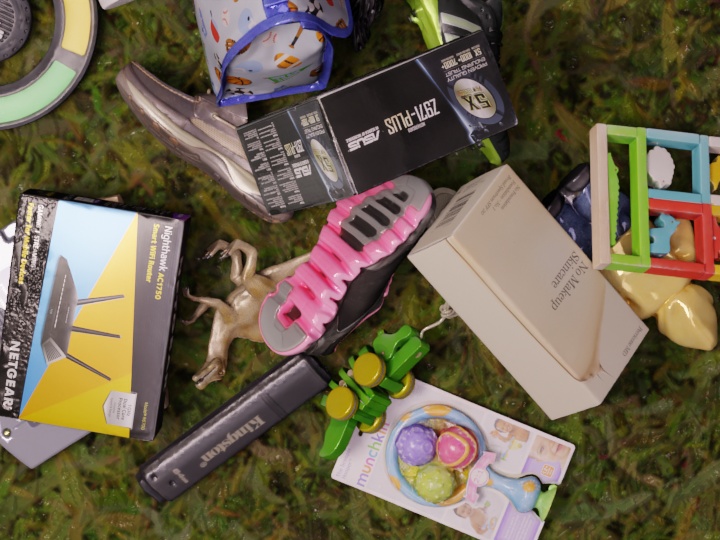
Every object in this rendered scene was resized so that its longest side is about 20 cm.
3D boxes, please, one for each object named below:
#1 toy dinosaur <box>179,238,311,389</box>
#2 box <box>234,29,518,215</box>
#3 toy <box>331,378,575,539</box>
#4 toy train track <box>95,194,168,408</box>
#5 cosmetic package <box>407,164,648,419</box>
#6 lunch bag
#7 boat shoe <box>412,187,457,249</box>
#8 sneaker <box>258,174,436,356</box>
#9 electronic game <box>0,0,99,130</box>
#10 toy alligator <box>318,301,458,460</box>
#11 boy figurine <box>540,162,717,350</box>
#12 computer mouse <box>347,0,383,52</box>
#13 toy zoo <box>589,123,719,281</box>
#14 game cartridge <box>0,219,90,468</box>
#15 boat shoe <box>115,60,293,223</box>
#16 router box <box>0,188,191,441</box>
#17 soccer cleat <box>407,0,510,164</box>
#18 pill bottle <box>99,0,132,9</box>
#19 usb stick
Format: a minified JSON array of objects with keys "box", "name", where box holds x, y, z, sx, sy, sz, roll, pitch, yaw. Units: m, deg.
[{"box":[-0.095,0.015,1.694,0.200,0.058,0.101,-43,111,3],"name":"toy dinosaur"},{"box":[0.010,-0.121,1.572,0.163,0.200,0.087,-24,96,-23],"name":"box"},{"box":[0.085,0.177,1.704,0.199,0.047,0.116,22,94,-3],"name":"toy"},{"box":[-0.205,0.028,1.697,0.114,0.033,0.201,-9,103,10],"name":"toy train track"},{"box":[0.146,0.020,1.620,0.200,0.073,0.104,46,55,-13],"name":"cosmetic package"},{"box":[-0.080,-0.249,1.560,0.123,0.200,0.171,-12,78,-6],"name":"lunch bag"},{"box":[0.113,0.014,1.687,0.200,0.072,0.068,46,132,-11],"name":"boat shoe"},{"box":[0.000,0.000,1.650,0.200,0.095,0.079,-47,55,11],"name":"sneaker"},{"box":[-0.332,-0.225,1.665,0.199,0.042,0.201,0,97,0],"name":"electronic game"},{"box":[0.020,0.082,1.678,0.200,0.059,0.054,-51,52,10],"name":"toy alligator"},{"box":[0.252,-0.010,1.674,0.200,0.064,0.124,41,95,-5],"name":"boy figurine"},{"box":[0.018,-0.300,1.612,0.052,0.139,0.201,21,77,1],"name":"computer mouse"},{"box":[0.300,-0.057,1.650,0.199,0.020,0.132,6,72,-13],"name":"toy zoo"},{"box":[-0.313,0.072,1.702,0.133,0.041,0.201,-32,95,0],"name":"game cartridge"},{"box":[-0.128,-0.125,1.668,0.200,0.074,0.073,39,80,-10],"name":"boat shoe"},{"box":[-0.237,0.038,1.648,0.148,0.051,0.201,9,100,1],"name":"router box"},{"box":[0.100,-0.194,1.656,0.081,0.068,0.201,-25,95,-7],"name":"soccer cleat"},{"box":[-0.227,-0.335,1.618,0.108,0.109,0.201,-24,95,3],"name":"pill bottle"},{"box":[-0.115,0.141,1.702,0.200,0.055,0.033,-36,52,5],"name":"usb stick"}]
